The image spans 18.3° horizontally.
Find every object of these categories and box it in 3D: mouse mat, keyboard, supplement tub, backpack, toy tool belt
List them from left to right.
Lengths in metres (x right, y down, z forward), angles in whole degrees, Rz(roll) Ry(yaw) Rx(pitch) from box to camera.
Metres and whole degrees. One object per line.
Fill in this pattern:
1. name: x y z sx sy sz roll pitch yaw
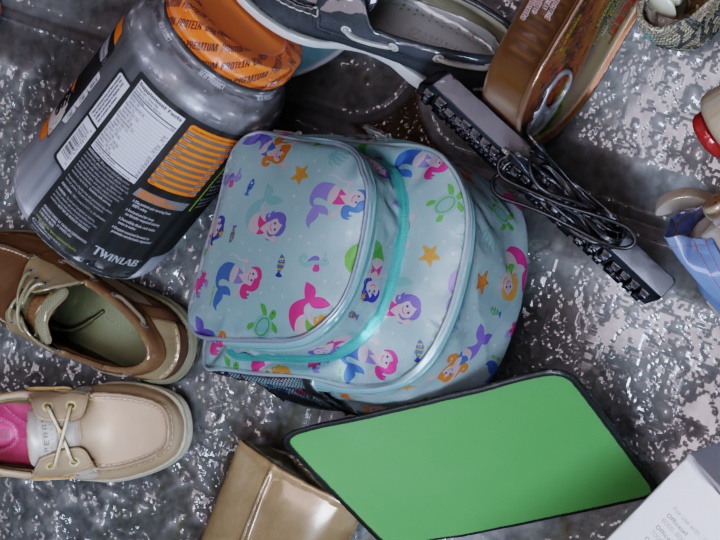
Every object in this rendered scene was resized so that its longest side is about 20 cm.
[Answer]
1. supplement tub: -0.133 -0.099 1.485 0.123 0.122 0.200 50 120 14
2. backpack: 0.000 0.000 1.410 0.200 0.150 0.178 9 79 34
3. mouse mat: 0.071 0.123 1.416 0.200 0.161 0.008 -14 50 23
4. keyboard: 0.106 -0.045 1.388 0.200 0.104 0.040 42 80 2
5. toy tool belt: 0.233 -0.006 1.343 0.123 0.125 0.200 -33 97 25

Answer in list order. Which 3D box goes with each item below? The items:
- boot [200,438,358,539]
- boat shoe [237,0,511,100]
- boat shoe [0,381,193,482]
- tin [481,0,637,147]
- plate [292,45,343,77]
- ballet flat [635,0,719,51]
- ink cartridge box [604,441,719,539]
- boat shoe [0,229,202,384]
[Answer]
1. boot: -0.110 0.205 1.539 0.175 0.066 0.200 26 103 8
2. boat shoe: 0.010 -0.172 1.436 0.200 0.060 0.076 20 62 -4
3. boat shoe: -0.216 0.117 1.575 0.199 0.069 0.074 -6 89 24
4. tin: 0.142 -0.170 1.387 0.042 0.112 0.200 36 104 24
5. plate: -0.062 -0.229 1.521 0.200 0.026 0.201 1 93 24
6. ballet flat: 0.235 -0.219 1.364 0.068 0.075 0.200 40 106 18
7. ink cartridge box: 0.200 0.221 1.355 0.145 0.147 0.200 46 109 15
8. boat shoe: -0.207 0.023 1.566 0.200 0.074 0.076 19 99 22
